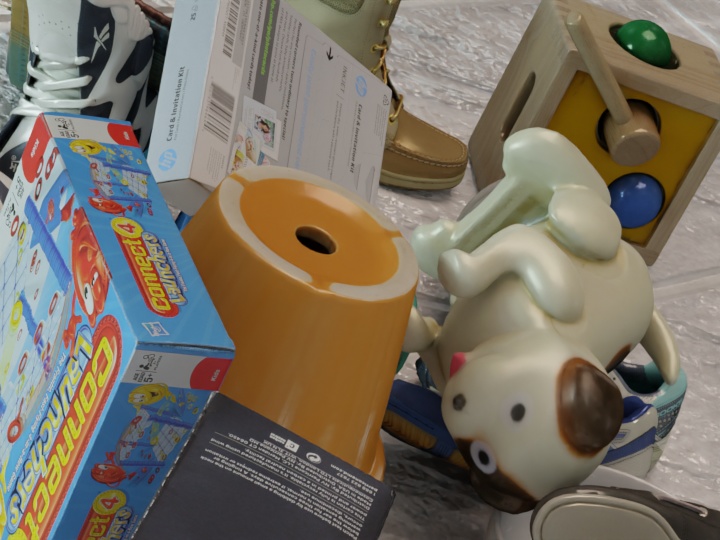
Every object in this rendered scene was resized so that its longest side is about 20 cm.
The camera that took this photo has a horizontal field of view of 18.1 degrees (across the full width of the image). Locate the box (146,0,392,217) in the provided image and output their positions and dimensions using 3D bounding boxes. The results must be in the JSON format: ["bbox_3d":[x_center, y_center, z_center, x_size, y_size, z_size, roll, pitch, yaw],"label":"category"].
[{"bbox_3d":[-0.055,-0.088,1.458,0.200,0.041,0.157,33,58,-49],"label":"box"}]

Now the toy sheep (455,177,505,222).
[{"bbox_3d":[0.125,-0.004,1.600,0.137,0.139,0.200,29,11,3],"label":"toy sheep"}]

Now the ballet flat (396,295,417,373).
[{"bbox_3d":[0.000,0.000,1.557,0.070,0.067,0.200,18,29,-46],"label":"ballet flat"}]

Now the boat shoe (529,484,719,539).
[{"bbox_3d":[0.176,0.165,1.313,0.199,0.067,0.057,20,14,-23],"label":"boat shoe"}]

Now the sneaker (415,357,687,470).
[{"bbox_3d":[0.131,0.070,1.528,0.199,0.087,0.078,13,31,-25],"label":"sneaker"}]

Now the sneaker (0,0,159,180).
[{"bbox_3d":[-0.193,-0.103,1.443,0.079,0.200,0.130,23,66,13],"label":"sneaker"}]

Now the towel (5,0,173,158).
[{"bbox_3d":[-0.174,-0.144,1.530,0.146,0.200,0.022,29,67,2],"label":"towel"}]

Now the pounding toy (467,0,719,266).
[{"bbox_3d":[0.189,-0.122,1.766,0.183,0.201,0.143,17,31,-18],"label":"pounding toy"}]

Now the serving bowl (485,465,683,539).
[{"bbox_3d":[0.157,0.206,1.355,0.199,0.066,0.201,21,29,-12],"label":"serving bowl"}]

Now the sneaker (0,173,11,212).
[{"bbox_3d":[-0.301,-0.046,1.339,0.199,0.080,0.130,34,19,-9],"label":"sneaker"}]

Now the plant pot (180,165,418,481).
[{"bbox_3d":[-0.058,0.049,1.302,0.199,0.184,0.201,21,30,-12],"label":"plant pot"}]

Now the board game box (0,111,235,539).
[{"bbox_3d":[-0.153,0.054,1.199,0.056,0.201,0.196,7,34,-30],"label":"board game box"}]

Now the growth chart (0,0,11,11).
[{"bbox_3d":[-0.187,-0.162,1.624,0.199,0.018,0.145,26,3,28],"label":"growth chart"}]

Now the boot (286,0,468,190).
[{"bbox_3d":[0.015,-0.158,1.723,0.199,0.156,0.073,24,29,-7],"label":"boot"}]

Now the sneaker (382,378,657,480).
[{"bbox_3d":[0.099,0.092,1.447,0.199,0.089,0.075,20,0,-24],"label":"sneaker"}]

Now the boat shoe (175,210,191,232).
[{"bbox_3d":[-0.094,-0.013,1.501,0.068,0.084,0.201,31,45,-9],"label":"boat shoe"}]

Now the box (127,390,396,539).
[{"bbox_3d":[-0.087,0.194,1.032,0.104,0.201,0.182,29,29,0],"label":"box"}]

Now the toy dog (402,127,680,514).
[{"bbox_3d":[0.103,0.052,1.358,0.194,0.139,0.201,42,35,-21],"label":"toy dog"}]
